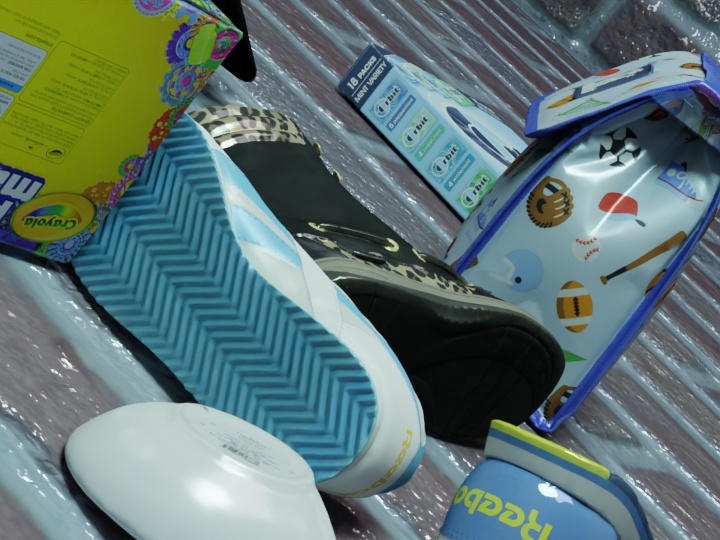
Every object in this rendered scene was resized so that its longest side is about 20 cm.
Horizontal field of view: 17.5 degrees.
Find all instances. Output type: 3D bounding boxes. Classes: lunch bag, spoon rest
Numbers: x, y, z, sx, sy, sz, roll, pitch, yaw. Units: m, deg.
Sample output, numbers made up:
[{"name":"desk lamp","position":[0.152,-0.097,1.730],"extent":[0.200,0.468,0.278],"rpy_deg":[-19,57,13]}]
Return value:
[{"name":"lunch bag","position":[0.129,-0.034,1.289],"extent":[0.124,0.200,0.170],"rpy_deg":[39,13,-2]},{"name":"spoon rest","position":[-0.011,0.104,0.773],"extent":[0.199,0.061,0.099],"rpy_deg":[28,10,8]}]

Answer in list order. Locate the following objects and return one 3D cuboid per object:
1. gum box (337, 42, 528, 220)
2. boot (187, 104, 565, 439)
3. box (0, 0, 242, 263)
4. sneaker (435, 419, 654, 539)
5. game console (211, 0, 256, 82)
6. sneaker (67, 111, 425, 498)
[{"name":"gum box","position":[0.096,-0.066,1.655],"extent":[0.200,0.045,0.170],"rpy_deg":[47,15,33]},{"name":"boot","position":[0.000,0.000,1.105],"extent":[0.199,0.073,0.151],"rpy_deg":[17,25,-47]},{"name":"box","position":[-0.186,-0.126,0.876],"extent":[0.193,0.122,0.199],"rpy_deg":[48,16,33]},{"name":"sneaker","position":[0.081,0.138,0.876],"extent":[0.074,0.083,0.200],"rpy_deg":[14,-27,43]},{"name":"game console","position":[-0.166,-0.177,1.298],"extent":[0.200,0.117,0.175],"rpy_deg":[38,39,21]},{"name":"sneaker","position":[-0.049,0.013,0.929],"extent":[0.200,0.076,0.081],"rpy_deg":[53,9,27]}]
